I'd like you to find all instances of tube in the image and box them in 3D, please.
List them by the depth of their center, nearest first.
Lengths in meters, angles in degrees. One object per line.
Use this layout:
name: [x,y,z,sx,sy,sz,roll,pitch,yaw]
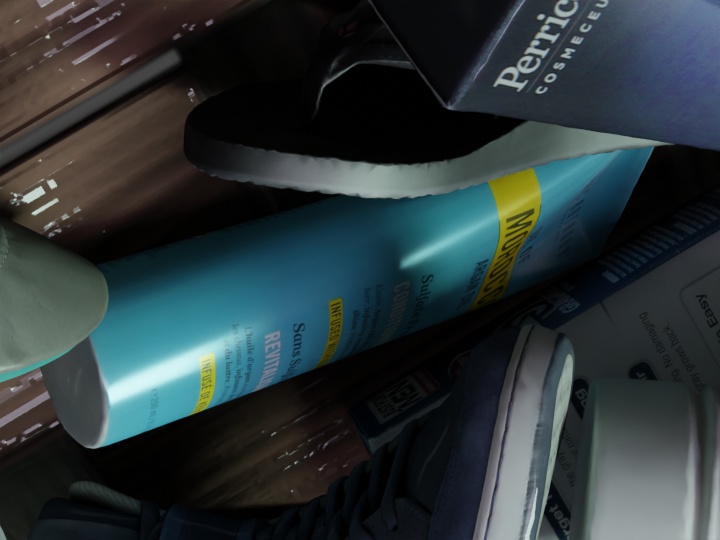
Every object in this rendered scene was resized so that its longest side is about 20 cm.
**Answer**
tube: [0.000,0.000,0.822,0.199,0.051,0.078,-18,157,-25]

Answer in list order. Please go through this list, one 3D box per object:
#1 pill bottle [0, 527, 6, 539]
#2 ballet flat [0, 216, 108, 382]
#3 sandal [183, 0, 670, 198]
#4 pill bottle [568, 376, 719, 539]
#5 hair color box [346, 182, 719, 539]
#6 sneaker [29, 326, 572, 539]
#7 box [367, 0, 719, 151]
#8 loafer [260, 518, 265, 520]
pill bottle: [-0.201,0.116,0.743,0.199,0.114,0.114,-5,135,-32]
ballet flat: [-0.152,0.002,0.694,0.199,0.067,0.064,-10,127,-29]
sandal: [0.033,-0.058,0.769,0.200,0.075,0.048,-12,114,-37]
pill bottle: [0.164,0.086,0.811,0.199,0.115,0.115,6,137,2]
hair color box: [0.106,0.040,0.889,0.200,0.061,0.100,-31,101,-3]
sneaker: [-0.025,0.082,0.804,0.146,0.077,0.203,20,127,1]
box: [0.115,-0.137,0.685,0.198,0.123,0.200,6,128,-39]
loafer: [0.021,0.110,0.940,0.199,0.072,0.063,-6,129,-27]
